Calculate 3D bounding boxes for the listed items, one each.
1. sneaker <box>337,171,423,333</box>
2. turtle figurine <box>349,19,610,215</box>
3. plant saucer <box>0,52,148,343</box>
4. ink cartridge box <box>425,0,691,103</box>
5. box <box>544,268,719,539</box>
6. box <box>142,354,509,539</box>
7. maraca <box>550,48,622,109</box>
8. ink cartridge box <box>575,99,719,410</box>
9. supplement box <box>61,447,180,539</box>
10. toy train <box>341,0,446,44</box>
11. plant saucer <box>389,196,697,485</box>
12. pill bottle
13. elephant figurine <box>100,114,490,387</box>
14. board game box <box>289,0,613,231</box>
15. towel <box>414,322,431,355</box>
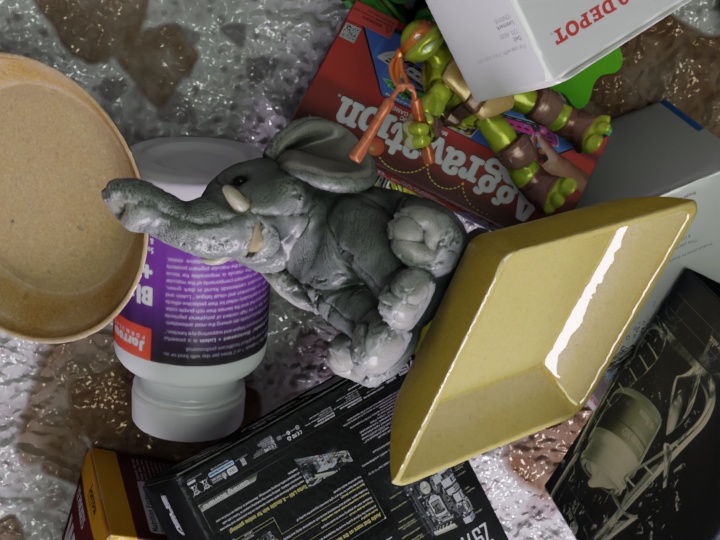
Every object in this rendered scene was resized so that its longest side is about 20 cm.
[{"bbox_3d":[0.017,-0.041,1.058,0.075,0.076,0.200,10,79,-54],"label":"sneaker"},{"bbox_3d":[0.076,-0.107,0.979,0.161,0.064,0.200,39,59,-16],"label":"turtle figurine"},{"bbox_3d":[-0.219,-0.050,1.012,0.200,0.035,0.201,9,111,23],"label":"plant saucer"},{"bbox_3d":[0.098,-0.222,0.918,0.146,0.084,0.200,-32,102,-29],"label":"ink cartridge box"},{"bbox_3d":[0.249,0.137,1.012,0.124,0.200,0.197,24,105,-20],"label":"box"},{"bbox_3d":[-0.023,0.171,1.054,0.200,0.086,0.164,-29,91,-27],"label":"box"},{"bbox_3d":[0.137,-0.206,1.056,0.137,0.107,0.200,-10,115,-19],"label":"maraca"},{"bbox_3d":[0.217,0.004,1.141,0.144,0.147,0.200,-22,117,-4],"label":"ink cartridge box"},{"bbox_3d":[-0.131,0.266,1.155,0.200,0.133,0.198,13,107,-20],"label":"supplement box"},{"bbox_3d":[0.048,-0.161,1.086,0.056,0.042,0.200,-35,113,20],"label":"toy train"},{"bbox_3d":[0.108,0.034,0.986,0.200,0.048,0.200,-14,139,-42],"label":"plant saucer"},{"bbox_3d":[-0.120,0.014,1.069,0.111,0.111,0.200,-2,111,-15],"label":"pill bottle"},{"bbox_3d":[-0.035,-0.031,0.961,0.200,0.155,0.142,32,82,13],"label":"elephant figurine"},{"bbox_3d":[0.062,-0.097,1.033,0.200,0.019,0.103,26,76,2],"label":"board game box"},{"bbox_3d":[0.000,0.000,1.118,0.018,0.086,0.200,-18,120,28],"label":"towel"}]
